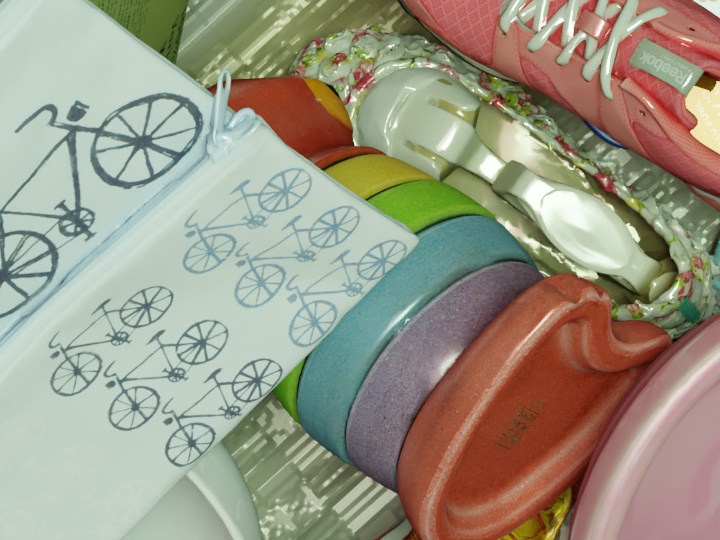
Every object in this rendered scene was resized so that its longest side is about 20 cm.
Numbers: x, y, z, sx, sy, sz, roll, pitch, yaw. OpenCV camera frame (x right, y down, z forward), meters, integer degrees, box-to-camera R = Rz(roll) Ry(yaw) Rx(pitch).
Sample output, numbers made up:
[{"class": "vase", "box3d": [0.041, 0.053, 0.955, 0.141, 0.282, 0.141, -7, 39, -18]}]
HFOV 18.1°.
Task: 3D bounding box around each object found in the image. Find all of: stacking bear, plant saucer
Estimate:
[{"class": "stacking bear", "box3d": [0.000, 0.000, 0.844, 0.114, 0.121, 0.200, -50, 61, 6]}, {"class": "plant saucer", "box3d": [0.159, 0.086, 0.840, 0.200, 0.051, 0.201, -11, 119, -21]}]

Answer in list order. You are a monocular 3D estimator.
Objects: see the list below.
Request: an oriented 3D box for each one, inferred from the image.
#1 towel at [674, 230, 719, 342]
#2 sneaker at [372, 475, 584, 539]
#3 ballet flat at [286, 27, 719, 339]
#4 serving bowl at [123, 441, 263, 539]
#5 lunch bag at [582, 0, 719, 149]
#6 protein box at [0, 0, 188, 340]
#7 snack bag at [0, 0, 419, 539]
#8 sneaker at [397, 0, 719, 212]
[{"class": "towel", "box3d": [0.213, 0.081, 0.911, 0.199, 0.022, 0.147, 23, 90, 4]}, {"class": "sneaker", "box3d": [0.048, 0.113, 0.886, 0.073, 0.077, 0.200, 31, 100, -40]}, {"class": "ballet flat", "box3d": [0.056, -0.040, 0.897, 0.200, 0.064, 0.076, 31, 90, 8]}, {"class": "serving bowl", "box3d": [-0.127, 0.092, 0.878, 0.199, 0.066, 0.201, 8, 129, 10]}, {"class": "lunch bag", "box3d": [0.146, -0.140, 0.895, 0.200, 0.076, 0.161, -29, 92, 3]}, {"class": "protein box", "box3d": [-0.142, -0.094, 0.785, 0.134, 0.200, 0.199, 17, 126, 2]}, {"class": "snack bag", "box3d": [-0.099, 0.012, 0.717, 0.189, 0.200, 0.021, -43, 48, 9]}, {"class": "sneaker", "box3d": [0.099, -0.084, 0.821, 0.200, 0.087, 0.074, 31, 93, -2]}]
